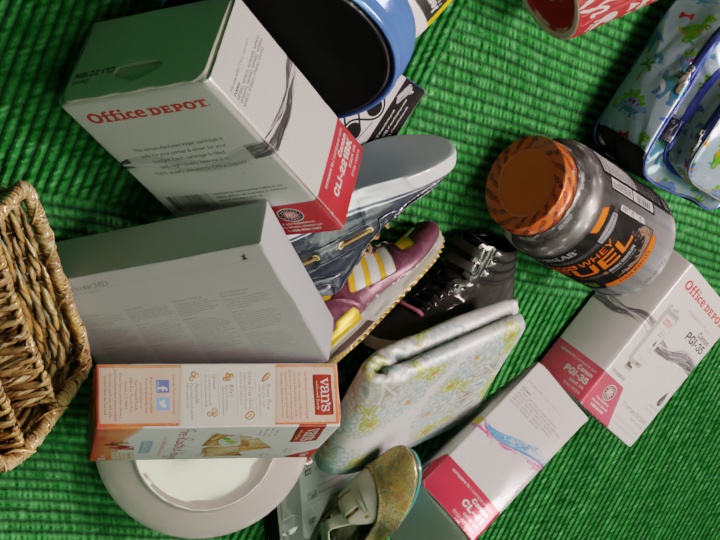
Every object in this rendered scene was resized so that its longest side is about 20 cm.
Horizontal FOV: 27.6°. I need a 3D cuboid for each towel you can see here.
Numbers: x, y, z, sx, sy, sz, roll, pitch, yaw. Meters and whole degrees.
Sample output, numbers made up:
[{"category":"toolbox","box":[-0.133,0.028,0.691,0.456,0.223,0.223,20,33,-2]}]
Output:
[{"category":"towel","box":[0.057,0.112,1.414,0.199,0.048,0.172,-21,150,-33]}]

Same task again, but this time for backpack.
[{"category":"backpack","box":[0.362,-0.170,1.495,0.182,0.147,0.201,18,102,-47]}]

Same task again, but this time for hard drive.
[{"category":"hard drive","box":[-0.035,0.210,1.500,0.139,0.038,0.201,-22,130,-27]}]

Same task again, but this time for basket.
[{"category":"basket","box":[-0.287,0.056,1.088,0.148,0.143,0.201,-12,128,-5]}]

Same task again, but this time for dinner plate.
[{"category":"dinner plate","box":[-0.140,0.151,1.318,0.199,0.024,0.202,-3,102,-13]}]

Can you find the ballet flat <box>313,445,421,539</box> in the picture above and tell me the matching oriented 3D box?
[{"category":"ballet flat","box":[0.001,0.237,1.436,0.070,0.071,0.200,-17,154,-30]}]

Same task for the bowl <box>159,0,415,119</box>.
[{"category":"bowl","box":[-0.059,-0.184,1.114,0.201,0.199,0.040,50,46,-46]}]

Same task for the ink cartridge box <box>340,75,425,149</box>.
[{"category":"ink cartridge box","box":[-0.035,-0.100,1.288,0.094,0.044,0.201,26,99,-44]}]

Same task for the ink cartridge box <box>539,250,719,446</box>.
[{"category":"ink cartridge box","box":[0.315,0.079,1.665,0.200,0.083,0.146,-51,136,0]}]

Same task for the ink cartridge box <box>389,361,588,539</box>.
[{"category":"ink cartridge box","box":[0.122,0.202,1.512,0.200,0.086,0.148,-39,176,-29]}]

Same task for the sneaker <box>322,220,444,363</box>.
[{"category":"sneaker","box":[0.000,0.000,1.364,0.200,0.090,0.075,-47,-178,-37]}]

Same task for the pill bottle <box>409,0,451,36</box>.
[{"category":"pill bottle","box":[0.036,-0.260,1.194,0.200,0.111,0.111,-48,136,-3]}]

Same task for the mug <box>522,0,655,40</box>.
[{"category":"mug","box":[0.235,-0.317,1.336,0.199,0.178,0.134,-29,169,-16]}]

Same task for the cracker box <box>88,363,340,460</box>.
[{"category":"cracker box","box":[-0.126,0.120,1.228,0.198,0.058,0.134,0,162,-13]}]

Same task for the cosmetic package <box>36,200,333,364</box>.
[{"category":"cosmetic package","box":[-0.141,0.026,1.199,0.199,0.052,0.151,-10,139,18]}]

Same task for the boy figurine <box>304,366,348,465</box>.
[{"category":"boy figurine","box":[-0.100,0.149,1.375,0.124,0.064,0.200,44,88,-12]}]

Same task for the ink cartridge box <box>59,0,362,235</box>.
[{"category":"ink cartridge box","box":[-0.111,-0.112,1.136,0.200,0.143,0.084,46,48,-46]}]

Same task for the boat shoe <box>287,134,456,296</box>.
[{"category":"boat shoe","box":[-0.004,-0.046,1.271,0.199,0.071,0.091,-24,129,-14]}]

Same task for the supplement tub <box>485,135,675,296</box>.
[{"category":"supplement tub","box":[0.220,-0.056,1.470,0.199,0.122,0.123,24,101,-45]}]

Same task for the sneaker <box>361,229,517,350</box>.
[{"category":"sneaker","box":[0.079,0.015,1.445,0.199,0.071,0.100,-16,124,-37]}]
